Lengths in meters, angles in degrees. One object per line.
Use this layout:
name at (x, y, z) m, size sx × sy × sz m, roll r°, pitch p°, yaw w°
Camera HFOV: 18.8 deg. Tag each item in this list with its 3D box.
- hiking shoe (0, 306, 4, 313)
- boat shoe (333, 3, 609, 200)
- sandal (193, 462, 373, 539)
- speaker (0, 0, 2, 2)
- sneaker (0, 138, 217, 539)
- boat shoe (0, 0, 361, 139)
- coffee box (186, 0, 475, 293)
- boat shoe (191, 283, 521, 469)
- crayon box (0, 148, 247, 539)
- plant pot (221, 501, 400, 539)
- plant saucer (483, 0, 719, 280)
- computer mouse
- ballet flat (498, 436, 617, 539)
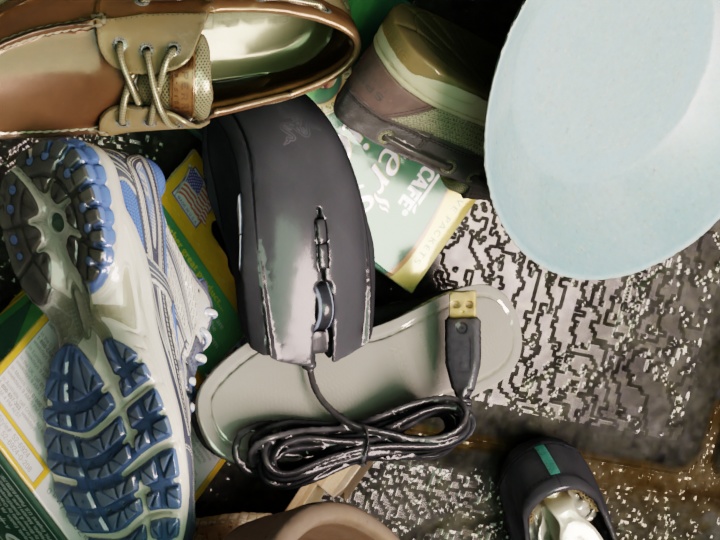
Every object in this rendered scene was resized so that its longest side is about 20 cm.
hiking shoe at (-0.231, 0.045, 1.057) m, size 0.087 × 0.075 × 0.200 m, roll -38°, pitch 123°, yaw 25°
boat shoe at (0.062, -0.068, 1.070) m, size 0.066 × 0.072 × 0.200 m, roll -39°, pitch 143°, yaw 23°
sandal at (-0.066, 0.139, 1.140) m, size 0.069 × 0.078 × 0.212 m, roll 36°, pitch 82°, yaw 8°
speaker at (-0.183, -0.168, 1.001) m, size 0.088 × 0.088 × 0.201 m, roll 25°, pitch 94°, yaw -23°
sneaker at (-0.097, 0.036, 0.993) m, size 0.085 × 0.077 × 0.202 m, roll -10°, pitch 90°, yaw -55°
boat shoe at (-0.091, -0.100, 0.991) m, size 0.199 × 0.074 × 0.076 m, roll -17°, pitch 126°, yaw -22°
coffee box at (-0.017, -0.093, 1.099) m, size 0.200 × 0.044 × 0.123 m, roll 38°, pitch 88°, yaw -23°
boat shoe at (-0.009, 0.053, 1.092) m, size 0.199 × 0.060 × 0.074 m, roll -22°, pitch 94°, yaw -36°
crayon box at (-0.115, 0.052, 1.061) m, size 0.126 × 0.051 × 0.200 m, roll 57°, pitch 47°, yaw -22°
plant pot at (-0.065, 0.220, 0.992) m, size 0.174 × 0.201 × 0.201 m, roll -16°, pitch 113°, yaw 26°
plant saucer at (0.128, -0.094, 1.022) m, size 0.200 × 0.039 × 0.202 m, roll -18°, pitch 124°, yaw -28°
computer mouse at (0.000, 0.000, 1.043) m, size 0.139 × 0.046 × 0.202 m, roll -1°, pitch 78°, yaw -28°
ballet flat at (0.127, 0.188, 1.206) m, size 0.073 × 0.073 × 0.201 m, roll -24°, pitch 110°, yaw -12°
